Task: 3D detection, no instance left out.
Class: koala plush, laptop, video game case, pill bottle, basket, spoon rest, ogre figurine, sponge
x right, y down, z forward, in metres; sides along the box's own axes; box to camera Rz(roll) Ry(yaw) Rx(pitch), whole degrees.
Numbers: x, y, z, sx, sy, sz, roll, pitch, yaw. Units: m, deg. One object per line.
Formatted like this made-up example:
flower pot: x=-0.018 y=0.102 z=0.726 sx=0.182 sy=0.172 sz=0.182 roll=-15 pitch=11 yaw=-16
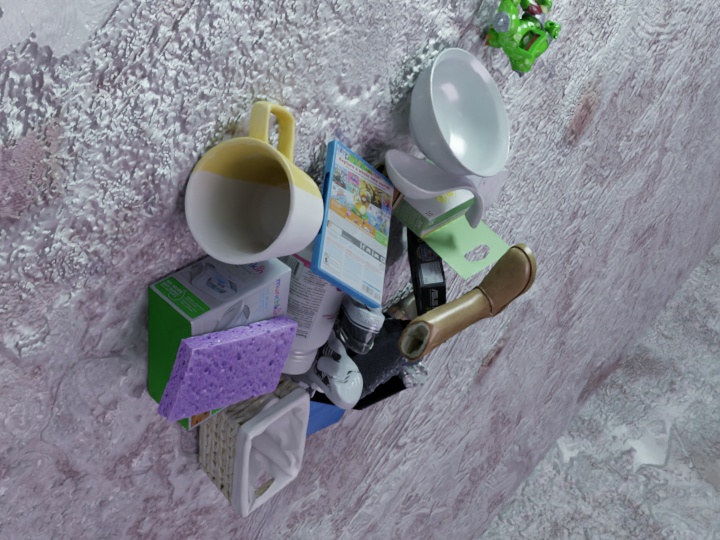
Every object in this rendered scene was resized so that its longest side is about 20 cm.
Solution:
koala plush: x=0.031 y=0.134 z=1.707 sx=0.184 sy=0.178 sz=0.199 roll=-51 pitch=156 yaw=19
laptop: x=-0.021 y=0.260 z=1.784 sx=0.186 sy=0.198 sz=0.118 roll=-16 pitch=107 yaw=-52
video game case: x=-0.008 y=-0.065 z=1.401 sx=0.143 sy=0.018 sz=0.202 roll=32 pitch=56 yaw=-44
pill bottle: x=-0.085 y=0.044 z=1.457 sx=0.113 sy=0.113 sz=0.202 roll=-14 pitch=132 yaw=-53
basket: x=-0.171 y=0.255 z=1.538 sx=0.135 sy=0.123 sz=0.202 roll=-31 pitch=144 yaw=-38
spoon rest: x=0.117 y=-0.130 z=1.504 sx=0.199 sy=0.100 sz=0.061 roll=24 pitch=119 yaw=-35
ogre figurine: x=0.258 y=-0.394 z=1.559 sx=0.121 sy=0.097 sz=0.200 roll=-62 pitch=166 yaw=-13
sponge: x=-0.170 y=0.126 z=1.293 sx=0.199 sy=0.030 sz=0.113 roll=-10 pitch=128 yaw=-51

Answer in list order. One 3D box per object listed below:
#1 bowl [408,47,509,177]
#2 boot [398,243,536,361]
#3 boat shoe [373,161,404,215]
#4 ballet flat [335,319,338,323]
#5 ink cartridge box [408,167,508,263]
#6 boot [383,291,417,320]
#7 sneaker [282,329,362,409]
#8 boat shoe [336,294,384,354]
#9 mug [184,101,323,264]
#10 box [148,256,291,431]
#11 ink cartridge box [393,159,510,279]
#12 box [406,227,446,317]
bowl: x=0.136 y=-0.228 z=1.503 sx=0.200 sy=0.090 sz=0.204 roll=18 pitch=65 yaw=-45
boot: x=0.168 y=0.053 z=1.527 sx=0.199 sy=0.066 sz=0.176 roll=-23 pitch=152 yaw=-35
boat shoe: x=-0.001 y=-0.075 z=1.523 sx=0.068 sy=0.071 sz=0.202 roll=33 pitch=81 yaw=-59
ballet flat: x=0.000 y=0.000 z=1.591 sx=0.201 sy=0.074 sz=0.074 roll=-54 pitch=154 yaw=8
ink cartridge box: x=0.180 y=-0.101 z=1.808 sx=0.162 sy=0.057 sz=0.202 roll=-13 pitch=126 yaw=-54
boot: x=0.110 y=0.109 z=1.895 sx=0.097 sy=0.074 sz=0.201 roll=-44 pitch=149 yaw=-15
sneaker: x=-0.067 y=0.172 z=1.557 sx=0.074 sy=0.201 sz=0.116 roll=13 pitch=119 yaw=-34
boat shoe: x=-0.010 y=0.076 z=1.473 sx=0.200 sy=0.071 sz=0.072 roll=-104 pitch=-142 yaw=-83
mug: x=-0.108 y=-0.094 z=1.242 sx=0.187 sy=0.149 sz=0.153 roll=-53 pitch=162 yaw=10
box: x=-0.194 y=0.084 z=1.344 sx=0.176 sy=0.096 sz=0.202 roll=-28 pitch=141 yaw=-39
ink cartridge box: x=0.144 y=-0.088 z=1.591 sx=0.145 sy=0.200 sz=0.048 roll=-28 pitch=151 yaw=-42
box: x=0.109 y=-0.004 z=1.655 sx=0.044 sy=0.202 sz=0.161 roll=-7 pitch=140 yaw=0
